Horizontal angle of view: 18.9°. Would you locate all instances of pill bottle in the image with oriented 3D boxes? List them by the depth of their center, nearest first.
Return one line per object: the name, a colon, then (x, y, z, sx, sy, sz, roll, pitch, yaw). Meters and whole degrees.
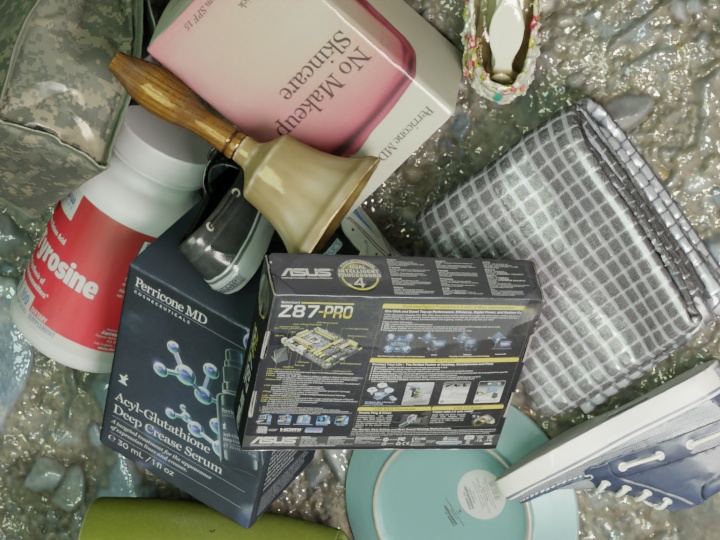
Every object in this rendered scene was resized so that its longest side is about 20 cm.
pill bottle: (-0.195, -0.026, 1.742, 0.112, 0.112, 0.200, 34, 113, 13)

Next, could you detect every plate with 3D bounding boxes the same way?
plate: (0.076, 0.192, 1.722, 0.199, 0.026, 0.201, 5, 103, 23)

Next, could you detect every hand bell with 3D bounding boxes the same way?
hand bell: (-0.095, -0.096, 1.556, 0.200, 0.104, 0.104, 36, 113, 3)

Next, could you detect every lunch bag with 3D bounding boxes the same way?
lunch bag: (-0.237, -0.162, 1.678, 0.117, 0.201, 0.164, 24, 156, -23)

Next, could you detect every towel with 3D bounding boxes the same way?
towel: (0.157, -0.004, 1.609, 0.165, 0.086, 0.200, -36, 86, 27)

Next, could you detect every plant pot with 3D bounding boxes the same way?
plant pot: (-0.106, 0.265, 1.749, 0.199, 0.187, 0.188, -8, 99, 10)

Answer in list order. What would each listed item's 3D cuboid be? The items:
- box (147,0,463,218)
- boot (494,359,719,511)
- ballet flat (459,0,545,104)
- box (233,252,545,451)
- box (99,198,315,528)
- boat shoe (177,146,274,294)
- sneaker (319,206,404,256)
box: (-0.038, -0.161, 1.609, 0.200, 0.109, 0.128, 40, 115, -14)
boot: (0.203, 0.151, 1.629, 0.200, 0.073, 0.091, -29, 91, 22)
ballet flat: (0.110, -0.220, 1.589, 0.075, 0.064, 0.201, -2, 102, 0)
box: (0.018, 0.062, 1.563, 0.199, 0.049, 0.162, 1, 135, -14)
box: (-0.105, 0.074, 1.696, 0.148, 0.107, 0.200, 28, 131, 16)
boat shoe: (-0.091, -0.068, 1.642, 0.057, 0.200, 0.069, 39, 128, -23)
sneaker: (0.000, 0.000, 1.686, 0.200, 0.072, 0.072, 46, 113, 6)
